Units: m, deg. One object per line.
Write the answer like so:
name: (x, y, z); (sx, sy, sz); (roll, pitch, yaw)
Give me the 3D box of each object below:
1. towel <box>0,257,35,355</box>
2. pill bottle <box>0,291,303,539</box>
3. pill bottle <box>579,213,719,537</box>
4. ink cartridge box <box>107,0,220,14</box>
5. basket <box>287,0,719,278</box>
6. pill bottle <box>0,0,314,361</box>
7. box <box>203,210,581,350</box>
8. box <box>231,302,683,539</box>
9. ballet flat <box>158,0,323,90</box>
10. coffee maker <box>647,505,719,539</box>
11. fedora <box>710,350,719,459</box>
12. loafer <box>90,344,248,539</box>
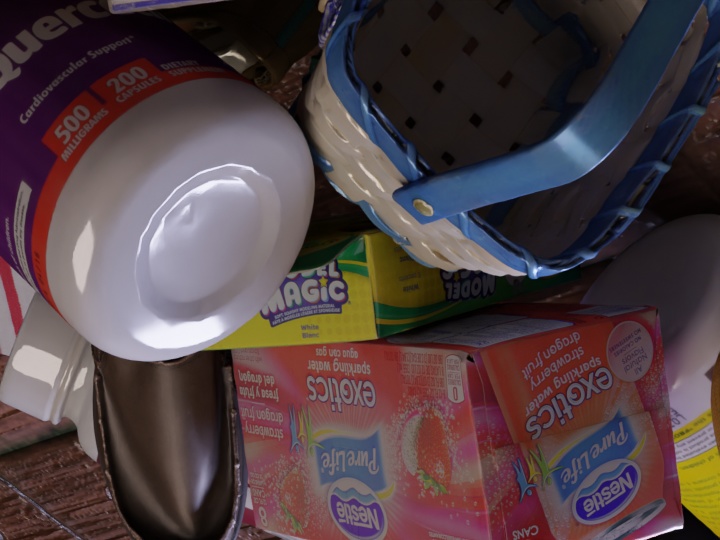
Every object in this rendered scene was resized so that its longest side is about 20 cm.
towel: (-0.149, 0.010, 1.137); (0.198, 0.023, 0.145); (13, 142, 13)
pill bottle: (-0.075, 0.060, 1.047); (0.199, 0.115, 0.114); (23, 146, -4)
pill bottle: (0.191, 0.074, 0.934); (0.200, 0.110, 0.109); (42, 142, -23)
ink cartridge box: (-0.022, -0.196, 0.688); (0.197, 0.043, 0.202); (-1, 109, 31)
basket: (0.067, -0.084, 0.741); (0.139, 0.177, 0.200); (44, 152, -17)
pill bottle: (-0.114, -0.058, 0.803); (0.200, 0.112, 0.113); (38, 159, 39)
box: (0.000, 0.000, 0.893); (0.117, 0.199, 0.049); (-4, 93, 35)
box: (0.035, 0.067, 0.891); (0.199, 0.102, 0.096); (0, 99, 58)
ballet flat: (-0.095, -0.091, 0.929); (0.069, 0.063, 0.199); (42, 142, -24)
coffee maker: (0.173, 0.203, 1.094); (0.134, 0.192, 0.201); (3, 124, 18)
fedora: (0.199, 0.056, 0.824); (0.200, 0.201, 0.082); (41, 142, -23)
loafer: (-0.096, 0.045, 0.951); (0.072, 0.071, 0.202); (-9, 97, 0)
